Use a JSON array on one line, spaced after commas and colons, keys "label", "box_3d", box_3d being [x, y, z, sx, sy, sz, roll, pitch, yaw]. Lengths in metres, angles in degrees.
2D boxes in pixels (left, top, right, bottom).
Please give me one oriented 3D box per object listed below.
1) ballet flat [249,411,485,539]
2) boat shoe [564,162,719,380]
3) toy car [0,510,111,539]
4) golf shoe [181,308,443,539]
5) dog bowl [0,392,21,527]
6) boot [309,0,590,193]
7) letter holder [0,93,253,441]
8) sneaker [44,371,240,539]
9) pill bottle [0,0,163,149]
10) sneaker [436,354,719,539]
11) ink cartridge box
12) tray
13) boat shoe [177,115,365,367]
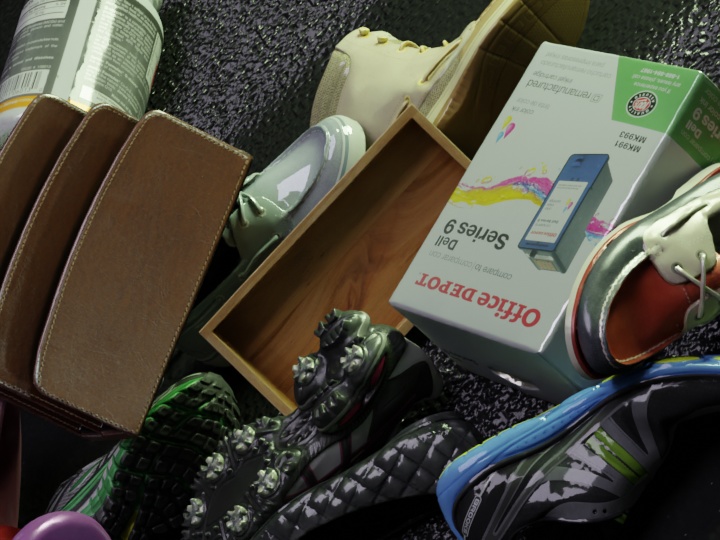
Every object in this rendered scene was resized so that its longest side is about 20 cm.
[{"label": "ballet flat", "box_3d": [-0.005, 0.157, 1.568, 0.200, 0.066, 0.057, -38, 55, 19]}, {"label": "boat shoe", "box_3d": [0.188, -0.003, 1.464, 0.062, 0.072, 0.200, 4, 32, 43]}, {"label": "toy car", "box_3d": [-0.200, 0.223, 1.608, 0.199, 0.175, 0.151, -12, 53, 39]}, {"label": "golf shoe", "box_3d": [-0.030, 0.119, 1.616, 0.200, 0.088, 0.077, -48, 41, 18]}, {"label": "dog bowl", "box_3d": [-0.273, 0.155, 1.750, 0.073, 0.201, 0.201, 3, 50, -1]}, {"label": "boot", "box_3d": [0.056, -0.143, 1.757, 0.201, 0.073, 0.155, -57, 37, 6]}, {"label": "letter holder", "box_3d": [-0.182, -0.009, 1.687, 0.100, 0.142, 0.201, -12, 54, 67]}, {"label": "sneaker", "box_3d": [-0.161, 0.142, 1.725, 0.200, 0.078, 0.085, -48, 34, 1]}, {"label": "pill bottle", "box_3d": [-0.216, -0.157, 2.009, 0.116, 0.116, 0.201, -16, 47, 35]}, {"label": "sneaker", "box_3d": [0.142, 0.106, 1.469, 0.199, 0.071, 0.083, -28, 83, 7]}, {"label": "ink cartridge box", "box_3d": [0.131, -0.027, 1.570, 0.145, 0.087, 0.201, 19, 75, 50]}, {"label": "tray", "box_3d": [0.000, 0.000, 1.670, 0.200, 0.099, 0.037, -47, 0, 4]}, {"label": "boat shoe", "box_3d": [-0.071, -0.023, 1.750, 0.201, 0.071, 0.070, -56, 38, 17]}]
